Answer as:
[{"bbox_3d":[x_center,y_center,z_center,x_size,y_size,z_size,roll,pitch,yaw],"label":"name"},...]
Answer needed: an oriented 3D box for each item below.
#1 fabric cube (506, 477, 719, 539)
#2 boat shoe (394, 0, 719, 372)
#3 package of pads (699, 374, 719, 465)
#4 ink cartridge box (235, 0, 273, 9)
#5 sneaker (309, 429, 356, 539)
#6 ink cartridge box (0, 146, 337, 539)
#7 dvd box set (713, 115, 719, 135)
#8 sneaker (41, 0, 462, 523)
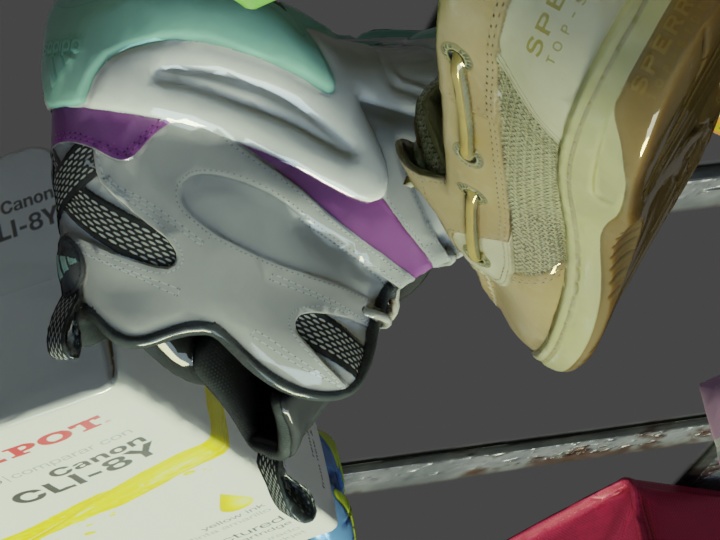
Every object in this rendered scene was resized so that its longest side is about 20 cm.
[{"bbox_3d":[0.146,0.227,1.356,0.199,0.196,0.200,11,147,-44],"label":"fabric cube"},{"bbox_3d":[0.046,-0.032,0.689,0.065,0.072,0.200,28,166,9],"label":"boat shoe"},{"bbox_3d":[0.251,0.050,1.157,0.200,0.076,0.120,-25,154,24],"label":"package of pads"},{"bbox_3d":[0.021,-0.144,0.545,0.200,0.084,0.145,-23,157,20],"label":"ink cartridge box"},{"bbox_3d":[-0.045,0.122,1.165,0.083,0.071,0.200,-8,152,-4],"label":"sneaker"},{"bbox_3d":[-0.111,0.048,0.918,0.145,0.083,0.200,-20,157,12],"label":"ink cartridge box"},{"bbox_3d":[0.155,-0.048,0.645,0.146,0.029,0.200,23,167,6],"label":"dvd box set"},{"bbox_3d":[0.000,0.000,0.786,0.200,0.140,0.078,4,179,-28],"label":"sneaker"}]
